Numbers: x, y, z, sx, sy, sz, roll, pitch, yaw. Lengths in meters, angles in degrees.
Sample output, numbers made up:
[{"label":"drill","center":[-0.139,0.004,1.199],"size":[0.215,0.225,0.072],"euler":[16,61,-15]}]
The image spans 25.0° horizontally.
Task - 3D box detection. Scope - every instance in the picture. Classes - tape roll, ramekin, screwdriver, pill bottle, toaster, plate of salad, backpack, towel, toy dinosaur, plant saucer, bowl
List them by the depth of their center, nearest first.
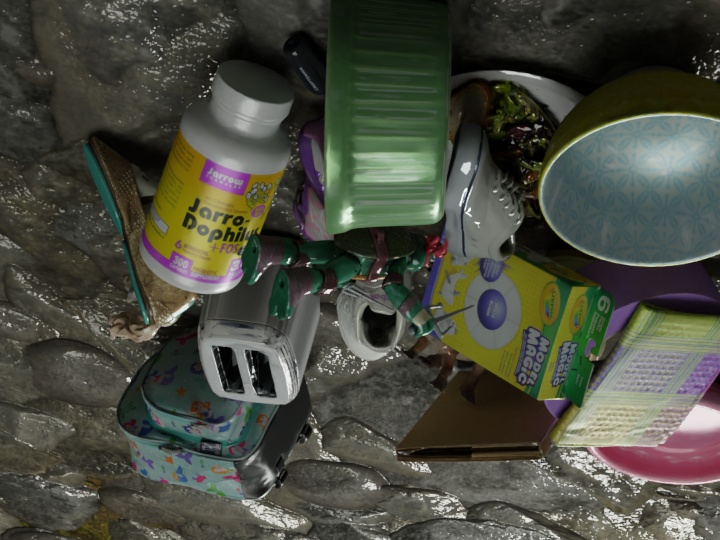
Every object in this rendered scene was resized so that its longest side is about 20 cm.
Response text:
[{"label":"ramekin","center":[0.023,-0.129,1.330],"size":[0.097,0.202,0.201],"euler":[2,147,1]},{"label":"bowl","center":[0.247,-0.105,1.359],"size":[0.198,0.109,0.201],"euler":[2,144,2]},{"label":"plate of salad","center":[0.134,-0.106,1.460],"size":[0.198,0.048,0.201],"euler":[8,147,5]},{"label":"screwdriver","center":[-0.017,-0.139,1.472],"size":[0.029,0.028,0.200],"euler":[-28,134,6]},{"label":"pill bottle","center":[-0.126,-0.086,1.474],"size":[0.103,0.105,0.201],"euler":[18,120,-10]},{"label":"towel","center":[0.278,0.107,1.576],"size":[0.142,0.023,0.201],"euler":[5,133,-27]},{"label":"tape roll","center":[0.261,0.068,1.592],"size":[0.198,0.066,0.201],"euler":[-13,139,-11]},{"label":"toy dinosaur","center":[0.117,0.059,1.697],"size":[0.086,0.136,0.200],"euler":[41,-174,29]},{"label":"toaster","center":[-0.107,0.051,1.702],"size":[0.112,0.130,0.201],"euler":[6,147,7]},{"label":"plant saucer","center":[0.348,0.172,1.813],"size":[0.198,0.051,0.201],"euler":[8,147,5]},{"label":"backpack","center":[-0.176,0.158,1.846],"size":[0.198,0.178,0.151],"euler":[3,133,26]}]

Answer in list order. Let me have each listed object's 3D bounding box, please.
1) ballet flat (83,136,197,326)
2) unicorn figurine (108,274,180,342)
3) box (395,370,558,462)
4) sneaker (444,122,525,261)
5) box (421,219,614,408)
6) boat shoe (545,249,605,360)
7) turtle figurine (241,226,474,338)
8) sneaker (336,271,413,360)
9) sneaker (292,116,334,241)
[{"label":"ballet flat","center":[-0.209,-0.044,1.579],"size":[0.065,0.202,0.071],"euler":[-19,169,-11]},{"label":"unicorn figurine","center":[-0.181,-0.012,1.646],"size":[0.073,0.202,0.137],"euler":[21,174,-24]},{"label":"box","center":[0.146,0.150,1.731],"size":[0.162,0.200,0.021],"euler":[-6,109,26]},{"label":"sneaker","center":[0.112,-0.069,1.430],"size":[0.070,0.074,0.200],"euler":[9,160,8]},{"label":"box","center":[0.145,0.040,1.531],"size":[0.048,0.118,0.199],"euler":[0,-158,-46]},{"label":"boat shoe","center":[0.213,0.058,1.667],"size":[0.073,0.067,0.201],"euler":[1,146,16]},{"label":"turtle figurine","center":[0.000,0.000,1.483],"size":[0.198,0.102,0.149],"euler":[-1,-167,-30]},{"label":"sneaker","center":[0.010,0.053,1.695],"size":[0.074,0.100,0.201],"euler":[10,149,-1]},{"label":"sneaker","center":[-0.030,-0.069,1.548],"size":[0.088,0.081,0.201],"euler":[6,149,24]}]
